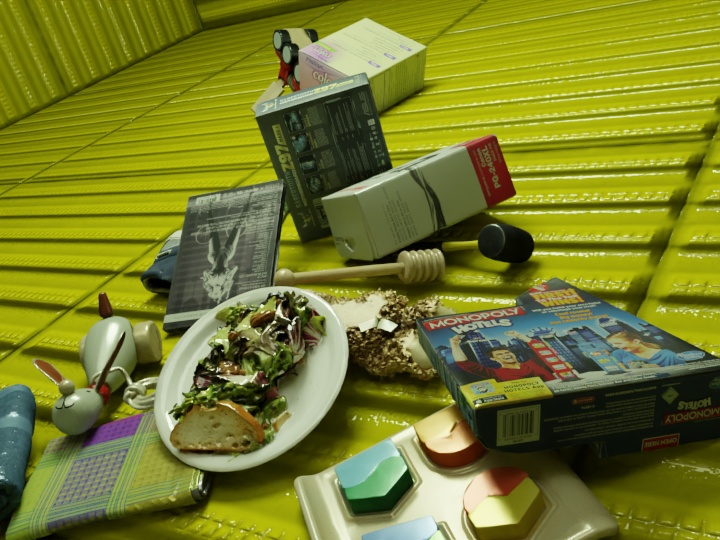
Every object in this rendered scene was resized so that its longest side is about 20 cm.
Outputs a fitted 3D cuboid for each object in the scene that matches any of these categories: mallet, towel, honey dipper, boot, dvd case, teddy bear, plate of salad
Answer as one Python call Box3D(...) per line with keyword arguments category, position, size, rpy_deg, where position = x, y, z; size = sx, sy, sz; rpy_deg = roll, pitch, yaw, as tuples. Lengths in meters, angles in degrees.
Box3D(category="mallet", position=(0.113, -0.027, 0.920), size=(0.065, 0.042, 0.199), rpy_deg=(6, -6, -38))
Box3D(category="towel", position=(-0.223, 0.186, 0.736), size=(0.198, 0.023, 0.144), rpy_deg=(-15, 27, 7))
Box3D(category="honey dipper", position=(0.000, 0.000, 0.854), size=(0.198, 0.038, 0.038), rpy_deg=(-4, 19, -25))
Box3D(category="boot", position=(-0.204, -0.003, 1.052), size=(0.198, 0.073, 0.091), rpy_deg=(-1, 44, 36))
Box3D(category="dvd case", position=(-0.171, -0.020, 0.996), size=(0.147, 0.016, 0.202), rpy_deg=(-8, 59, 20))
Box3D(category="teddy bear", position=(0.007, 0.068, 0.785), size=(0.198, 0.067, 0.146), rpy_deg=(-6, 39, 12))
Box3D(category="towel", position=(-0.380, 0.193, 0.781), size=(0.111, 0.049, 0.200), rpy_deg=(-31, 26, -6))
Box3D(category="plate of salad", position=(-0.108, 0.089, 0.727), size=(0.198, 0.048, 0.201), rpy_deg=(-13, 47, 14))

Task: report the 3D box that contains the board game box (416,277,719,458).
Box3D(category="board game box", position=(0.154, 0.073, 0.636), size=(0.198, 0.062, 0.200), rpy_deg=(-6, 21, -9))

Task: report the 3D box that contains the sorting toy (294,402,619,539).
Box3D(category="sorting toy", position=(0.058, 0.167, 0.578), size=(0.198, 0.037, 0.185), rpy_deg=(-22, 26, -8))

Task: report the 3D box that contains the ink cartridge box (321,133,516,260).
Box3D(category="ink cartridge box", position=(0.067, -0.090, 0.968), size=(0.198, 0.084, 0.145), rpy_deg=(-24, 9, -17))

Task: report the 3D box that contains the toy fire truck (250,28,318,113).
Box3D(category="toy fire truck", position=(-0.154, -0.416, 1.745), size=(0.128, 0.201, 0.177), rpy_deg=(-13, 56, -31))

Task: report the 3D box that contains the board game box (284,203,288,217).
Box3D(category="board game box", position=(-0.164, -0.091, 1.233), size=(0.104, 0.024, 0.201), rpy_deg=(-9, 28, 13))

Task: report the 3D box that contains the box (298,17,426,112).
Box3D(category="box", position=(0.005, -0.410, 1.588), size=(0.175, 0.097, 0.199), rpy_deg=(34, 52, 29))

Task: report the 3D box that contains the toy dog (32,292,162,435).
Box3D(category="toy dog", position=(-0.286, 0.090, 0.855), size=(0.131, 0.097, 0.200), rpy_deg=(-21, 18, -14))

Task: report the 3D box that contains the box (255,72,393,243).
Box3D(category="box", position=(-0.038, -0.150, 1.064), size=(0.156, 0.201, 0.051), rpy_deg=(-16, 31, 5))
